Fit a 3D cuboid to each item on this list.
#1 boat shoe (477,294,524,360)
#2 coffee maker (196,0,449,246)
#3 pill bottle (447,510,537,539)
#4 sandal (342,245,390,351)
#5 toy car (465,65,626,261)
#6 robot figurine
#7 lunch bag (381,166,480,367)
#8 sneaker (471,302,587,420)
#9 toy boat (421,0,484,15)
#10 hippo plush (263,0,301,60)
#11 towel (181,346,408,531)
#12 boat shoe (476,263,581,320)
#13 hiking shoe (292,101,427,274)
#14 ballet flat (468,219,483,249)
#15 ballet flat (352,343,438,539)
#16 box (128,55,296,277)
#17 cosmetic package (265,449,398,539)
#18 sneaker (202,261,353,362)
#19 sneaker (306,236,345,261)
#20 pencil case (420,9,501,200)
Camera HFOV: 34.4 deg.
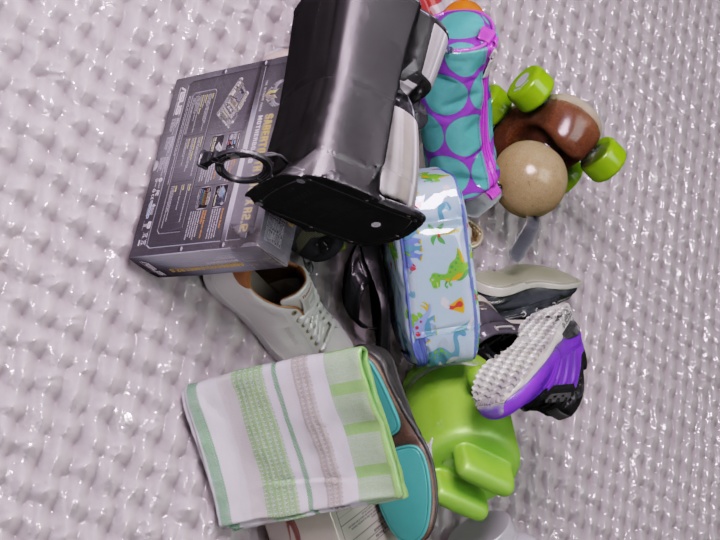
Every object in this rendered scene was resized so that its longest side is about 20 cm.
[{"bbox_3d":[0.173,0.093,1.366,0.200,0.073,0.063,32,19,-47],"label":"boat shoe"},{"bbox_3d":[-0.018,-0.147,0.993,0.192,0.134,0.201,33,59,-49],"label":"coffee maker"},{"bbox_3d":[0.173,0.373,1.301,0.112,0.112,0.200,-37,107,-41],"label":"pill bottle"},{"bbox_3d":[0.000,-0.001,1.260,0.048,0.075,0.201,-9,89,-5],"label":"sandal"},{"bbox_3d":[0.197,-0.113,1.412,0.164,0.158,0.200,40,64,-19],"label":"toy car"},{"bbox_3d":[0.104,0.167,1.243,0.116,0.176,0.200,26,31,-23],"label":"robot figurine"},{"bbox_3d":[0.069,-0.005,1.224,0.082,0.161,0.201,-8,102,-4],"label":"lunch bag"},{"bbox_3d":[0.187,0.115,1.189,0.200,0.069,0.100,-39,108,-50],"label":"sneaker"},{"bbox_3d":[0.089,-0.271,1.346,0.130,0.131,0.200,-40,108,-45],"label":"toy boat"},{"bbox_3d":[0.006,-0.234,1.208,0.200,0.159,0.161,-7,128,-41],"label":"hippo plush"},{"bbox_3d":[-0.065,0.157,1.066,0.031,0.200,0.150,-27,100,-61],"label":"towel"},{"bbox_3d":[0.200,0.036,1.437,0.199,0.074,0.066,-8,117,-51],"label":"boat shoe"},{"bbox_3d":[-0.003,-0.086,1.144,0.101,0.200,0.076,47,15,-22],"label":"hiking shoe"},{"bbox_3d":[0.066,-0.069,1.330,0.200,0.069,0.070,29,62,-36],"label":"ballet flat"},{"bbox_3d":[0.038,0.164,1.143,0.068,0.068,0.201,-21,95,-66],"label":"ballet flat"},{"bbox_3d":[-0.123,-0.097,1.091,0.048,0.158,0.201,37,56,-49],"label":"box"},{"bbox_3d":[-0.046,0.196,1.142,0.103,0.087,0.201,-22,95,-57],"label":"cosmetic package"},{"bbox_3d":[-0.064,0.045,1.171,0.200,0.085,0.073,39,55,-32],"label":"sneaker"},{"bbox_3d":[-0.079,-0.097,1.215,0.200,0.072,0.083,60,20,-14],"label":"sneaker"},{"bbox_3d":[0.110,-0.177,1.272,0.085,0.092,0.200,-43,140,-37],"label":"pencil case"}]
